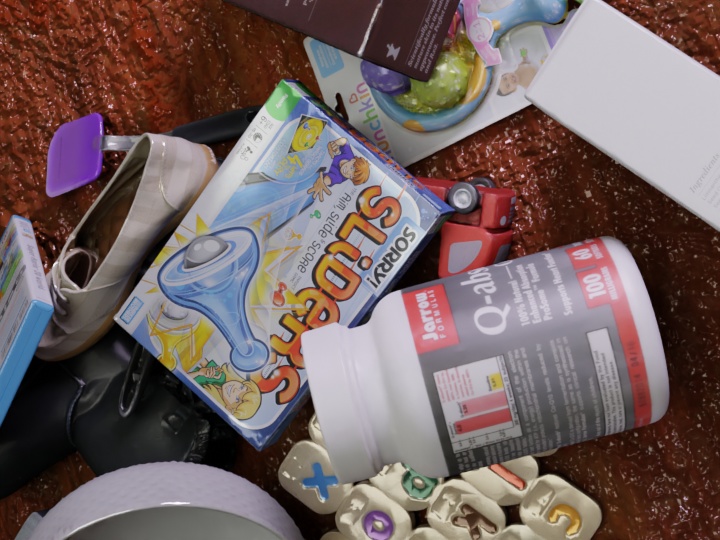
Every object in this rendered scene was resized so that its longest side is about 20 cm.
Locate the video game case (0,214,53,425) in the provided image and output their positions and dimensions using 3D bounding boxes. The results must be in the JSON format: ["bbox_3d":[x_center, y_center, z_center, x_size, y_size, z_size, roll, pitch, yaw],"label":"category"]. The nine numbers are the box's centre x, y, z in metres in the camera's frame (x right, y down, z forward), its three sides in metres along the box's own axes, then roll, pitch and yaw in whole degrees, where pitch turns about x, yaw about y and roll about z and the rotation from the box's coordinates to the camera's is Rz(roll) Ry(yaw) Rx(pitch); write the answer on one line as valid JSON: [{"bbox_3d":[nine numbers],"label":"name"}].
[{"bbox_3d":[-0.263,0.053,0.994,0.144,0.018,0.200,-64,24,10],"label":"video game case"}]

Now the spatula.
[{"bbox_3d":[-0.152,-0.096,1.018,0.199,0.021,0.057,-8,73,22],"label":"spatula"}]

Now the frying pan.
[{"bbox_3d":[-0.147,-0.003,0.980,0.115,0.031,0.190,33,81,32],"label":"frying pan"}]

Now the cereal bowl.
[{"bbox_3d":[-0.131,0.202,0.921,0.200,0.200,0.083,-44,31,17],"label":"cereal bowl"}]

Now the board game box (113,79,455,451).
[{"bbox_3d":[-0.052,-0.003,0.898,0.135,0.034,0.200,40,106,11],"label":"board game box"}]

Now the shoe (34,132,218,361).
[{"bbox_3d":[-0.178,-0.017,0.952,0.200,0.053,0.070,-48,54,19],"label":"shoe"}]

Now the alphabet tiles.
[{"bbox_3d":[0.050,0.146,0.914,0.195,0.015,0.200,34,103,11],"label":"alphabet tiles"}]

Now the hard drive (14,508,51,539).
[{"bbox_3d":[-0.201,0.294,1.028,0.200,0.033,0.140,37,103,20],"label":"hard drive"}]

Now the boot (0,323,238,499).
[{"bbox_3d":[-0.189,0.132,1.003,0.162,0.073,0.198,42,100,22],"label":"boot"}]

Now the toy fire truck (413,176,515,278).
[{"bbox_3d":[0.000,0.000,0.928,0.199,0.049,0.142,9,101,19],"label":"toy fire truck"}]

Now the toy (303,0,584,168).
[{"bbox_3d":[0.054,-0.148,0.911,0.199,0.047,0.116,-24,79,22],"label":"toy"}]

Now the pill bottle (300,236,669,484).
[{"bbox_3d":[0.072,0.058,0.830,0.199,0.116,0.116,-15,82,1],"label":"pill bottle"}]

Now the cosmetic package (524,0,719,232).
[{"bbox_3d":[0.202,-0.072,0.804,0.200,0.101,0.071,36,103,14],"label":"cosmetic package"}]

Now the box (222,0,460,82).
[{"bbox_3d":[-0.026,-0.203,0.906,0.200,0.075,0.100,30,102,42],"label":"box"}]
